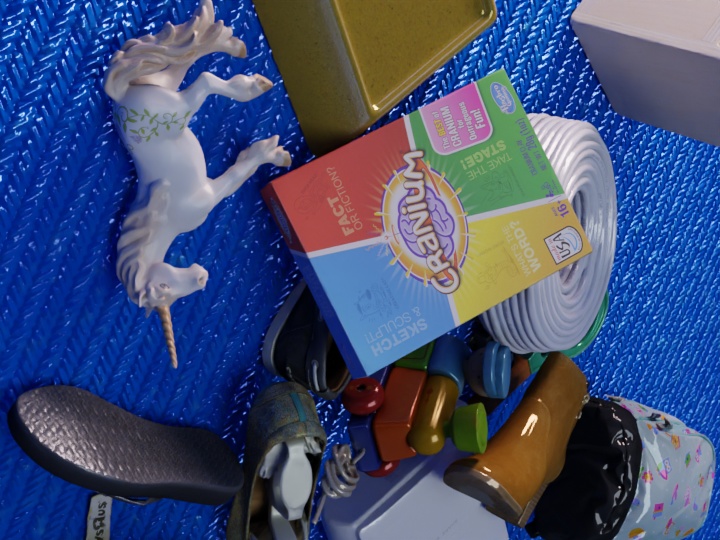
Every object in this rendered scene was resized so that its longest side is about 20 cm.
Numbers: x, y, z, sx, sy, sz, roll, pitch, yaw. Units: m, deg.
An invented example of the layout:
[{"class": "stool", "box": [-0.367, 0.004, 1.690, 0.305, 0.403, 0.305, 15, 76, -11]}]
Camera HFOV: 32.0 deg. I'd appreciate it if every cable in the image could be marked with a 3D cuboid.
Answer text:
[{"class": "cable", "box": [0.155, -0.028, 1.052, 0.200, 0.069, 0.202, -32, 126, -55]}]

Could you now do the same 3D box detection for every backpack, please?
[{"class": "backpack", "box": [0.271, 0.209, 1.275, 0.199, 0.126, 0.168, 11, 98, -50]}]

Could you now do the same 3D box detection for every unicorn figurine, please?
[{"class": "unicorn figurine", "box": [-0.113, -0.064, 0.813, 0.137, 0.074, 0.201, -30, 114, -20]}]

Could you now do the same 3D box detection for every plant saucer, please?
[{"class": "plant saucer", "box": [0.021, -0.205, 0.886, 0.200, 0.048, 0.201, -41, 133, -22]}]

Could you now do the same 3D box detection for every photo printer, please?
[{"class": "photo printer", "box": [0.053, 0.235, 1.111, 0.166, 0.069, 0.201, -37, 131, -27]}]

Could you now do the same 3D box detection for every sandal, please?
[{"class": "sandal", "box": [-0.158, 0.133, 0.857, 0.043, 0.076, 0.200, -43, 140, 17]}]

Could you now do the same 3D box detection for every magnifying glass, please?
[{"class": "magnifying glass", "box": [0.168, 0.077, 1.186, 0.200, 0.022, 0.080, -38, 132, -25]}]

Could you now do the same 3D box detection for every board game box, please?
[{"class": "board game box", "box": [0.050, -0.035, 0.910, 0.199, 0.040, 0.154, -28, 91, -17]}]

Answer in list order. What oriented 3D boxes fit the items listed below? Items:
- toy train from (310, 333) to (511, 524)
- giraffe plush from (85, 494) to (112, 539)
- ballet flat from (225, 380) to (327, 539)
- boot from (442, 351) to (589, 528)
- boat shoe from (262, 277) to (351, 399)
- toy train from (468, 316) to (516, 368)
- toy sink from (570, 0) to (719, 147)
[{"class": "toy train", "box": [0.045, 0.124, 0.963, 0.201, 0.115, 0.085, -67, 150, -48]}, {"class": "giraffe plush", "box": [-0.136, 0.276, 0.874, 0.172, 0.162, 0.202, -26, 126, -33]}, {"class": "ballet flat", "box": [-0.062, 0.177, 0.951, 0.070, 0.071, 0.202, -20, 132, -37]}, {"class": "boot", "box": [0.136, 0.131, 1.048, 0.145, 0.070, 0.201, -64, 157, -10]}, {"class": "boat shoe", "box": [0.000, 0.000, 0.950, 0.072, 0.067, 0.201, 28, 87, -46]}, {"class": "toy train", "box": [0.111, 0.012, 1.089, 0.046, 0.034, 0.201, -36, 131, -32]}, {"class": "toy sink", "box": [0.301, -0.189, 1.059, 0.112, 0.199, 0.130, -53, 136, -11]}]
